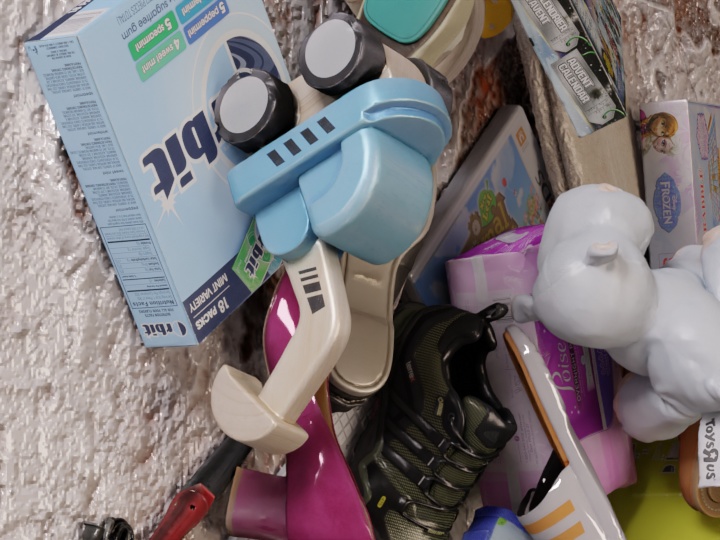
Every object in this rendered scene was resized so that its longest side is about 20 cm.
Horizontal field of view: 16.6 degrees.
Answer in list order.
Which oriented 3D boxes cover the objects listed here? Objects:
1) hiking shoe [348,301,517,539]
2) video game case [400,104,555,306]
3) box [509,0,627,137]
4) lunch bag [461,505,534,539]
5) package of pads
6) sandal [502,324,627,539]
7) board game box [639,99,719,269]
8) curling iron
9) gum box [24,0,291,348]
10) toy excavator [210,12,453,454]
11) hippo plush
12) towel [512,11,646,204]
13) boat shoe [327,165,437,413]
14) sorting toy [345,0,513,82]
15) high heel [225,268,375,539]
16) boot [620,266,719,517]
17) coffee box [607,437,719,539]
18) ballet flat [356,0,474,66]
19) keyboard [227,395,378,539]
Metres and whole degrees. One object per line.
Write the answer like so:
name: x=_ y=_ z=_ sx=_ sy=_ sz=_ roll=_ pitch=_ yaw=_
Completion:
hiking shoe: x=0.049 y=0.117 z=1.591 sx=0.076 sy=0.100 sz=0.201 roll=11 pitch=79 yaw=-43
video game case: x=0.103 y=0.012 z=1.764 sx=0.200 sy=0.022 sz=0.183 roll=-56 pitch=130 yaw=-41
box: x=0.136 y=-0.190 z=1.680 sx=0.137 sy=0.040 sz=0.200 roll=60 pitch=16 yaw=-20
lunch bag: x=0.101 y=0.281 z=1.644 sx=0.200 sy=0.127 sz=0.171 roll=55 pitch=46 yaw=-38
package of pads: x=0.125 y=0.072 z=1.704 sx=0.120 sy=0.075 sz=0.201 roll=-21 pitch=103 yaw=-55
sandal: x=0.124 y=0.138 z=1.616 sx=0.079 sy=0.059 sz=0.207 roll=39 pitch=26 yaw=-89
board game box: x=0.271 y=-0.032 z=1.951 sx=0.199 sy=0.041 sz=0.201 roll=-1 pitch=87 yaw=-68
curling iron: x=-0.103 y=0.132 z=1.457 sx=0.200 sy=0.025 sz=0.050 roll=-41 pitch=121 yaw=-49
gum box: x=-0.101 y=-0.082 z=1.467 sx=0.170 sy=0.044 sz=0.201 roll=-45 pitch=123 yaw=-47
toy excavator: x=-0.022 y=-0.018 z=1.435 sx=0.100 sy=0.194 sz=0.201 roll=29 pitch=36 yaw=-51
hippo plush: x=0.174 y=0.036 z=1.628 sx=0.160 sy=0.159 sz=0.201 roll=25 pitch=46 yaw=-17
towel: x=0.165 y=-0.113 z=1.836 sx=0.132 sy=0.034 sz=0.201 roll=-22 pitch=101 yaw=-61
boat shoe: x=0.000 y=0.000 z=1.604 sx=0.067 sy=0.057 sz=0.201 roll=23 pitch=60 yaw=-17
sorting toy: x=0.031 y=-0.250 z=1.649 sx=0.200 sy=0.106 sz=0.181 roll=53 pitch=28 yaw=-38
high heel: x=-0.014 y=0.076 z=1.495 sx=0.067 sy=0.096 sz=0.201 roll=38 pitch=62 yaw=-67
boot: x=0.215 y=0.088 z=1.765 sx=0.074 sy=0.154 sz=0.201 roll=41 pitch=54 yaw=-40
coffee box: x=0.270 y=0.199 z=1.826 sx=0.198 sy=0.199 sz=0.201 roll=50 pitch=49 yaw=-39
ballet flat: x=0.024 y=-0.141 z=1.568 sx=0.069 sy=0.069 sz=0.200 roll=20 pitch=111 yaw=-52
keyboard: x=-0.030 y=0.137 z=1.575 sx=0.200 sy=0.011 sz=0.056 roll=-51 pitch=127 yaw=-43
